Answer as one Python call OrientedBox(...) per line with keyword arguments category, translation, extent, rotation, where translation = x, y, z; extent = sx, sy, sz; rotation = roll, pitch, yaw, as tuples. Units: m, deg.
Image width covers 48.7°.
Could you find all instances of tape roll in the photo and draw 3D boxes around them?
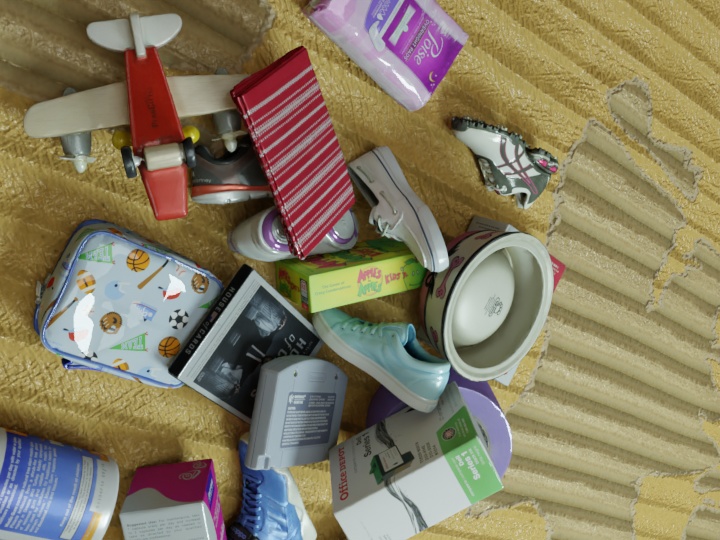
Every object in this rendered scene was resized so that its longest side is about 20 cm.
OrientedBox(category="tape roll", translation=(0.108, 0.232, 1.119), extent=(0.195, 0.085, 0.204), rotation=(-2, 110, -5))

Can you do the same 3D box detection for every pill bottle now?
OrientedBox(category="pill bottle", translation=(-0.373, 0.232, 0.855), extent=(0.198, 0.112, 0.114), rotation=(27, 88, -33))

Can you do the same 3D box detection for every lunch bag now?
OrientedBox(category="lunch bag", translation=(-0.263, 0.044, 0.899), extent=(0.198, 0.075, 0.163), rotation=(25, 90, -34))

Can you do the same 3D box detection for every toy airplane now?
OrientedBox(category="toy airplane", translation=(-0.224, -0.169, 0.850), extent=(0.198, 0.141, 0.201), rotation=(31, 70, 1))

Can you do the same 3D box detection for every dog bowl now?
OrientedBox(category="dog bowl", translation=(0.160, 0.038, 1.041), extent=(0.197, 0.073, 0.204), rotation=(-16, 117, -33))

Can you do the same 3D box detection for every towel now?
OrientedBox(category="towel", translation=(-0.069, -0.135, 0.897), extent=(0.145, 0.022, 0.203), rotation=(-50, 130, -46))

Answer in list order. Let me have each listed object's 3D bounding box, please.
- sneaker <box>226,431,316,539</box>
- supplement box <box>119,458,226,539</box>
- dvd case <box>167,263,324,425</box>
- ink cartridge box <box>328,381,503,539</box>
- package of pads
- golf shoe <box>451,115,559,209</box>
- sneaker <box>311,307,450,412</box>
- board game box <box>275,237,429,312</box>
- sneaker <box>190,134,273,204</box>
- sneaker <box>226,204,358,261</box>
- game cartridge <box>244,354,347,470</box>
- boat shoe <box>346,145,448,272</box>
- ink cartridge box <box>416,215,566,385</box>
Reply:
OrientedBox(category="sneaker", translation=(-0.136, 0.316, 1.038), extent=(0.111, 0.076, 0.203), rotation=(-37, 125, -29))
OrientedBox(category="supplement box", translation=(-0.217, 0.347, 0.966), extent=(0.101, 0.101, 0.204), rotation=(-8, 108, -1))
OrientedBox(category="dvd case", translation=(-0.131, 0.102, 0.977), extent=(0.152, 0.025, 0.200), rotation=(-56, 144, -11))
OrientedBox(category="ink cartridge box", translation=(0.062, 0.248, 0.996), extent=(0.197, 0.146, 0.085), rotation=(-29, 109, 5))
OrientedBox(category="package of pads", translation=(0.032, -0.307, 0.991), extent=(0.199, 0.075, 0.122), rotation=(36, 85, -32))
OrientedBox(category="golf shoe", translation=(0.201, -0.155, 1.133), extent=(0.198, 0.077, 0.089), rotation=(21, 98, -33))
OrientedBox(category="sneaker", translation=(0.031, 0.090, 1.016), extent=(0.083, 0.198, 0.074), rotation=(-60, 166, 16))
OrientedBox(category="board game box", translation=(0.000, 0.000, 1.030), extent=(0.197, 0.101, 0.049), rotation=(-12, 109, -28))
OrientedBox(category="sneaker", translation=(-0.108, -0.127, 0.953), extent=(0.197, 0.077, 0.084), rotation=(-9, 98, -31))
OrientedBox(category="sneaker", translation=(-0.081, -0.054, 0.993), extent=(0.198, 0.098, 0.077), rotation=(-7, 86, -51))
OrientedBox(category="game cartridge", translation=(-0.076, 0.176, 1.005), extent=(0.199, 0.040, 0.136), rotation=(22, 81, -65))
OrientedBox(category="boat shoe", translation=(0.043, -0.069, 1.006), extent=(0.066, 0.202, 0.074), rotation=(-22, 144, -9))
OrientedBox(category="ink cartridge box", translation=(0.193, 0.046, 1.170), extent=(0.144, 0.082, 0.203), rotation=(29, 86, -33))
